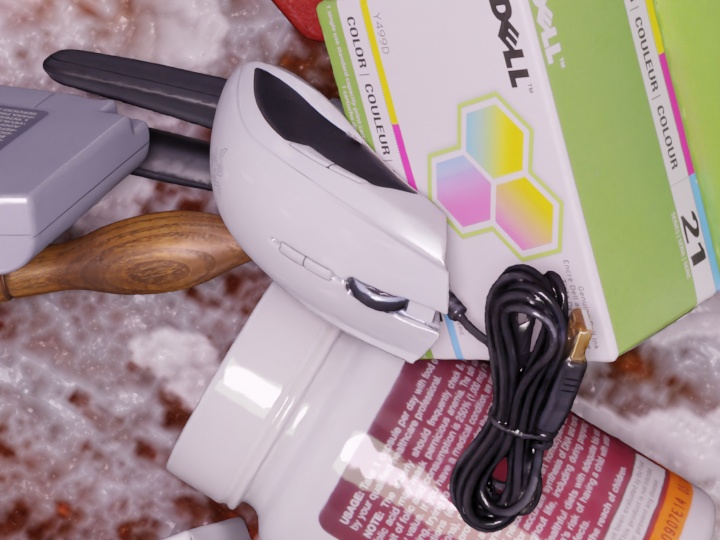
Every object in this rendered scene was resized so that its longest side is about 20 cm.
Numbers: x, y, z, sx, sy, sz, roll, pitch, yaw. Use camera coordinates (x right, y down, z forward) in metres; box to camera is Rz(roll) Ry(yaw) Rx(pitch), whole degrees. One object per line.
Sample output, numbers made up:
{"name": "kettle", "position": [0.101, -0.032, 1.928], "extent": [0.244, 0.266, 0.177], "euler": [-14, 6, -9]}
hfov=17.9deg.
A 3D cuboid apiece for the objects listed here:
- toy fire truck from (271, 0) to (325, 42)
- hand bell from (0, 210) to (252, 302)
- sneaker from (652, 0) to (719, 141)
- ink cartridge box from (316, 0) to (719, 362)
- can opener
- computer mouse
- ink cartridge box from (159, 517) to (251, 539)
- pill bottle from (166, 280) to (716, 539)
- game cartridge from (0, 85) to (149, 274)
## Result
{"name": "toy fire truck", "position": [0.035, -0.158, 0.922], "extent": [0.200, 0.112, 0.168], "euler": [-12, 112, 2]}
{"name": "hand bell", "position": [-0.138, 0.003, 0.921], "extent": [0.200, 0.104, 0.104], "euler": [-8, 92, 9]}
{"name": "sneaker", "position": [0.129, -0.088, 0.886], "extent": [0.200, 0.085, 0.077], "euler": [-24, 94, 47]}
{"name": "ink cartridge box", "position": [0.094, -0.047, 0.819], "extent": [0.076, 0.200, 0.148], "euler": [-28, 108, -40]}
{"name": "can opener", "position": [-0.041, -0.050, 0.947], "extent": [0.200, 0.079, 0.063], "euler": [23, 101, 11]}
{"name": "computer mouse", "position": [0.000, 0.000, 0.850], "extent": [0.044, 0.110, 0.200], "euler": [-27, 56, -35]}
{"name": "ink cartridge box", "position": [-0.132, 0.170, 0.917], "extent": [0.200, 0.145, 0.085], "euler": [-19, 85, 3]}
{"name": "pill bottle", "position": [0.031, 0.090, 0.922], "extent": [0.200, 0.114, 0.114], "euler": [31, 94, 0]}
{"name": "game cartridge", "position": [-0.199, -0.043, 0.900], "extent": [0.200, 0.133, 0.042], "euler": [8, 118, 16]}
